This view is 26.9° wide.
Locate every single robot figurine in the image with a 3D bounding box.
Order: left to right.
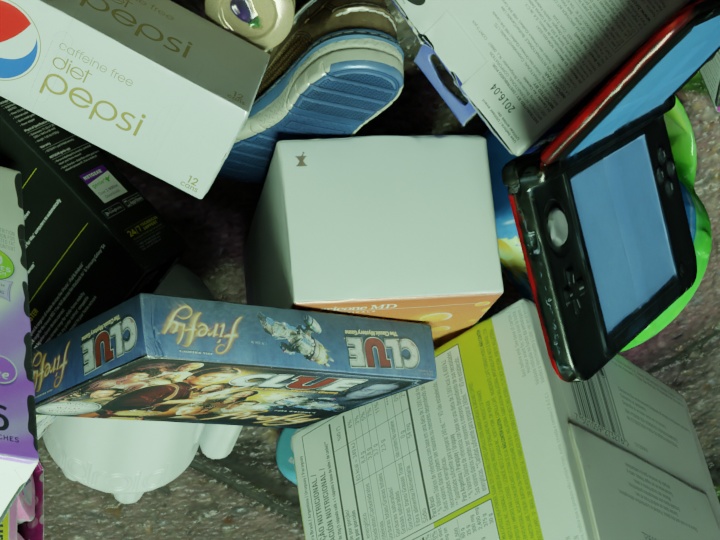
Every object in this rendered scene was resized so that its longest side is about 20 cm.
[{"bbox_3d":[-0.153,0.070,1.006,0.168,0.113,0.201,20,134,2],"label":"robot figurine"}]

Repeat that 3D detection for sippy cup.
[{"bbox_3d":[0.132,-0.035,0.951,0.139,0.179,0.130,-15,140,38],"label":"sippy cup"}]

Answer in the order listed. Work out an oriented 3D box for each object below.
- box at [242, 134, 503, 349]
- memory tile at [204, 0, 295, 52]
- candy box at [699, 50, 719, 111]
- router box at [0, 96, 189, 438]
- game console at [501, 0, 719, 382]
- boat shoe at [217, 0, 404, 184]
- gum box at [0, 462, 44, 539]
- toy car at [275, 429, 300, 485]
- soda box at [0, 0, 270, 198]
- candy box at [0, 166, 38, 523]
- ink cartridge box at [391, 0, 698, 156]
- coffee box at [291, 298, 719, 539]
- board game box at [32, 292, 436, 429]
[{"bbox_3d":[0.000,0.000,0.928,0.123,0.099,0.200,-3,162,-11],"label":"box"},{"bbox_3d":[-0.114,-0.156,0.802,0.153,0.017,0.200,37,121,-16],"label":"memory tile"},{"bbox_3d":[0.276,-0.192,0.870,0.135,0.061,0.201,-7,139,-6],"label":"candy box"},{"bbox_3d":[-0.212,0.002,0.901,0.149,0.051,0.200,46,123,5],"label":"router box"},{"bbox_3d":[0.171,-0.055,0.799,0.118,0.200,0.174,-9,101,34],"label":"game console"},{"bbox_3d":[-0.034,-0.108,0.868,0.072,0.073,0.199,12,158,-30],"label":"boat shoe"},{"bbox_3d":[-0.288,0.218,1.068,0.112,0.201,0.066,-12,139,2],"label":"gum box"},{"bbox_3d":[0.055,0.205,1.143,0.176,0.201,0.184,-30,136,18],"label":"toy car"},{"bbox_3d":[-0.151,-0.121,0.780,0.198,0.068,0.064,27,124,-10],"label":"soda box"},{"bbox_3d":[-0.253,0.020,0.745,0.166,0.201,0.072,15,131,-30],"label":"candy box"},{"bbox_3d":[0.100,-0.158,0.799,0.200,0.137,0.076,-42,170,28],"label":"ink cartridge box"},{"bbox_3d":[0.100,0.175,0.928,0.197,0.202,0.199,-33,139,27],"label":"coffee box"},{"bbox_3d":[-0.074,0.056,0.851,0.198,0.035,0.135,8,158,-39],"label":"board game box"}]
